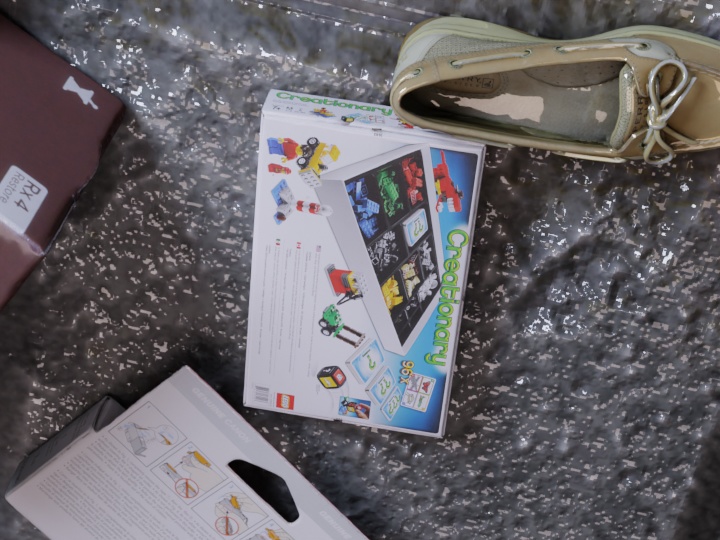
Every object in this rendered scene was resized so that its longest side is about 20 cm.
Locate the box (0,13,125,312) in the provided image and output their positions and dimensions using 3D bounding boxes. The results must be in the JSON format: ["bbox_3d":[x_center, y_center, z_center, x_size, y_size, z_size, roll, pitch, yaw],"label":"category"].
[{"bbox_3d":[-0.261,-0.033,0.887,0.164,0.166,0.200,35,119,-12],"label":"box"}]

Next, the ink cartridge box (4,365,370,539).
[{"bbox_3d":[-0.100,0.157,1.051,0.173,0.044,0.200,-36,110,25],"label":"ink cartridge box"}]

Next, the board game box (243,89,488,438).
[{"bbox_3d":[0.000,0.000,0.945,0.125,0.035,0.202,9,122,4],"label":"board game box"}]

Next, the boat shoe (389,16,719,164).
[{"bbox_3d":[0.115,-0.089,0.857,0.198,0.063,0.074,10,122,3],"label":"boat shoe"}]
